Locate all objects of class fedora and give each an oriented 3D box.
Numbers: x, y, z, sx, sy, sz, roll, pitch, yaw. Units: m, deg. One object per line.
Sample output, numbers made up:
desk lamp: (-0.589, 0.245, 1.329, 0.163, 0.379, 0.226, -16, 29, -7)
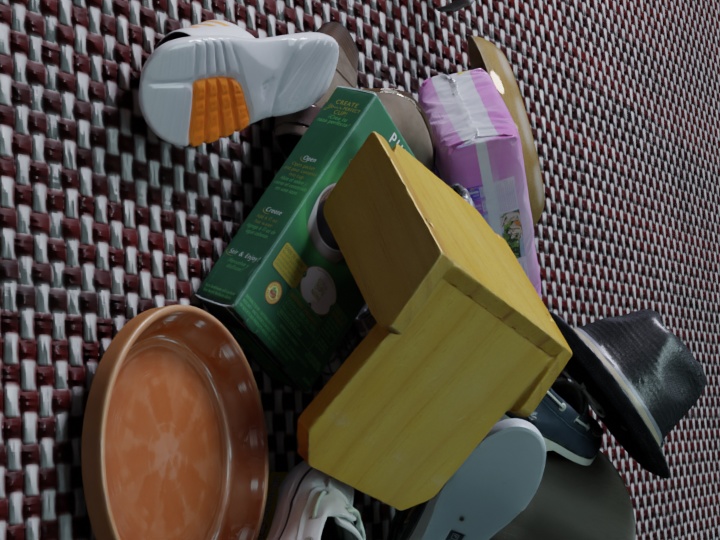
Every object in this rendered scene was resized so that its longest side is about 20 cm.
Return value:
fedora: (0.248, 0.091, 1.430, 0.201, 0.092, 0.201, 53, -2, 3)

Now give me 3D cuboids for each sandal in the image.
sandal: (-0.097, -0.139, 1.131, 0.206, 0.059, 0.079, -16, 128, -53)

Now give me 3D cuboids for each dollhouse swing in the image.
dollhouse swing: (0.028, 0.044, 1.190, 0.200, 0.176, 0.182, 33, 23, -49)

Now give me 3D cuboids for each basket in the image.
basket: (0.141, 0.204, 1.447, 0.200, 0.136, 0.181, 28, 26, -52)

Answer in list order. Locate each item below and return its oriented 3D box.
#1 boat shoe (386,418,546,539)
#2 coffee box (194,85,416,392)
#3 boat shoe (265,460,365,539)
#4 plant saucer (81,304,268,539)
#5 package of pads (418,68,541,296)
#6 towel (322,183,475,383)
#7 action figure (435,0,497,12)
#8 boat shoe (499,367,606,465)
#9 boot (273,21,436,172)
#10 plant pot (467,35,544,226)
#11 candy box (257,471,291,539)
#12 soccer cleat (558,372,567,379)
boat shoe: (0.076, 0.186, 1.292, 0.071, 0.200, 0.091, 27, 19, -15)
coffee box: (-0.028, -0.024, 1.186, 0.200, 0.044, 0.123, -58, 138, -19)
boat shoe: (-0.027, 0.196, 1.126, 0.200, 0.067, 0.074, -62, 137, -58)
plant saucer: (-0.124, 0.124, 1.056, 0.200, 0.032, 0.201, 23, 64, -61)
package of pads: (0.109, -0.071, 1.438, 0.121, 0.075, 0.200, -104, 180, -50)
towel: (0.052, 0.048, 1.319, 0.200, 0.085, 0.166, -53, 133, -39)
action figure: (0.102, -0.348, 1.525, 0.200, 0.104, 0.194, 8, 87, -60)
boat shoe: (0.170, 0.121, 1.386, 0.062, 0.075, 0.200, -57, 145, 7)
boot: (-0.008, -0.098, 1.287, 0.200, 0.070, 0.146, 50, 40, -35)
plant pot: (0.143, -0.133, 1.541, 0.200, 0.027, 0.201, 164, -90, -90)
candy box: (-0.032, 0.252, 1.216, 0.200, 0.026, 0.102, 59, 33, -41)
soccer cleat: (0.162, 0.105, 1.489, 0.200, 0.085, 0.069, 84, 27, -74)
